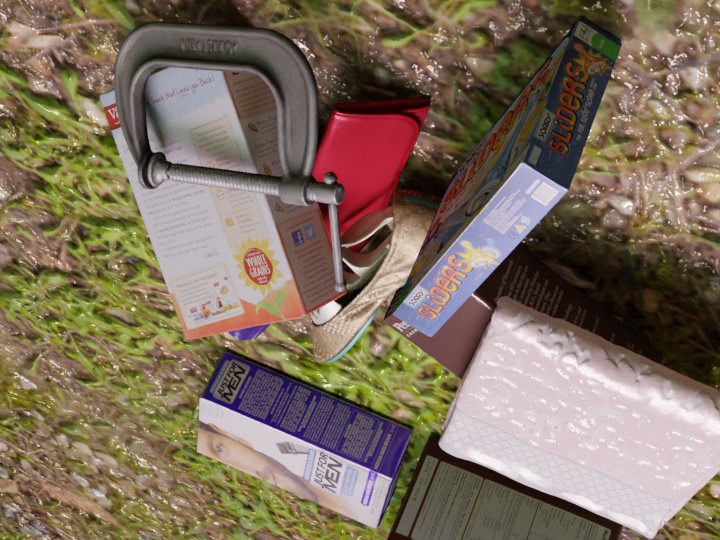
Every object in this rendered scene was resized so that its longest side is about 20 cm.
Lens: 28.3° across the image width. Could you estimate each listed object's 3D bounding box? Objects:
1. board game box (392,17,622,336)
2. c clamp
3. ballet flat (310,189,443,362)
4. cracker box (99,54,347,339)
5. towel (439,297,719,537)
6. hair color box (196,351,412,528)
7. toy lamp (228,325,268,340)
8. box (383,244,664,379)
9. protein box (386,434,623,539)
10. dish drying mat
[{"bbox_3d":[0.095,-0.057,0.947,0.034,0.136,0.200,29,143,-6],"label":"board game box"},{"bbox_3d":[-0.095,-0.086,0.990,0.198,0.027,0.173,15,115,28],"label":"c clamp"},{"bbox_3d":[0.000,0.000,1.115,0.065,0.071,0.200,26,130,-19],"label":"ballet flat"},{"bbox_3d":[-0.103,-0.059,1.064,0.133,0.057,0.202,-11,101,41],"label":"cracker box"},{"bbox_3d":[0.169,0.117,1.071,0.198,0.032,0.192,23,143,3],"label":"towel"},{"bbox_3d":[-0.057,0.165,1.378,0.198,0.065,0.110,23,145,8],"label":"hair color box"},{"bbox_3d":[-0.081,-0.006,1.187,0.058,0.059,0.201,25,145,2],"label":"toy lamp"},{"bbox_3d":[0.129,0.053,1.116,0.199,0.075,0.100,37,143,-11],"label":"box"},{"bbox_3d":[0.123,0.294,1.361,0.198,0.136,0.200,21,143,8],"label":"protein box"},{"bbox_3d":[-0.007,-0.059,1.074,0.076,0.018,0.201,-6,150,-20],"label":"dish drying mat"}]
